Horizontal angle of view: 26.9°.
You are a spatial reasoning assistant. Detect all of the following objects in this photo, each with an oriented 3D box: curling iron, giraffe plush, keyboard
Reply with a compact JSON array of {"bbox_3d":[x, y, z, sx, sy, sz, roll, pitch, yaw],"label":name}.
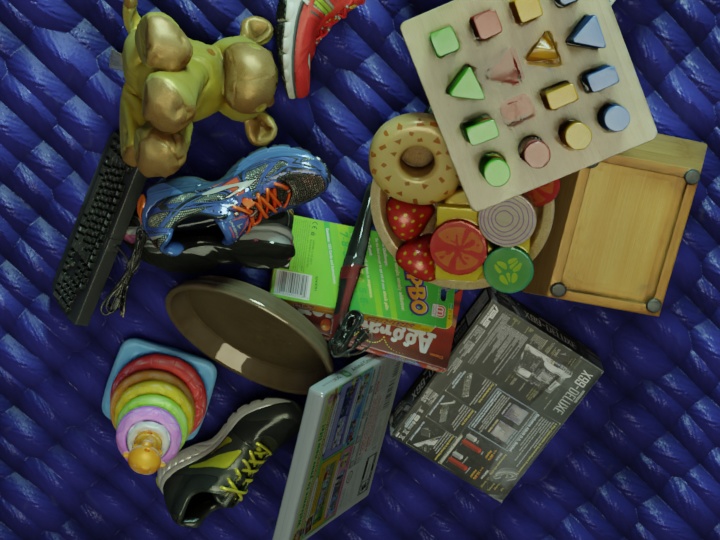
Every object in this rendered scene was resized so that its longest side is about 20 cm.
[{"bbox_3d":[0.000,0.000,1.575,0.049,0.202,0.026,-3,153,25],"label":"curling iron"},{"bbox_3d":[-0.152,-0.185,1.497,0.161,0.200,0.174,0,119,-21],"label":"giraffe plush"},{"bbox_3d":[-0.265,-0.032,1.570,0.021,0.127,0.201,3,117,-47],"label":"keyboard"}]

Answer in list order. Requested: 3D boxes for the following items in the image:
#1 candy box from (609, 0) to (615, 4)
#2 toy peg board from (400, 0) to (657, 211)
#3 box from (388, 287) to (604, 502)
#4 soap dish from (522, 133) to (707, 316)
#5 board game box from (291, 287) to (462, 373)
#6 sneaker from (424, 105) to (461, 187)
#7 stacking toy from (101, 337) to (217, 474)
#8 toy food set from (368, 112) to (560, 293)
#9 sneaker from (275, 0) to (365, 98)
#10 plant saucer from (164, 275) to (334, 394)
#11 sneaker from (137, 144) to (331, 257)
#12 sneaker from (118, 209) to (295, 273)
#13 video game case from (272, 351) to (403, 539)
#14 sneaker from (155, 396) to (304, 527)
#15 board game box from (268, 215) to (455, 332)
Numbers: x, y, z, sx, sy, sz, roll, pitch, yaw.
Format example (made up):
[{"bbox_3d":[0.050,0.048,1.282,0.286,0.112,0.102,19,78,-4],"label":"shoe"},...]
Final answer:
[{"bbox_3d":[0.179,-0.337,1.493,0.200,0.072,0.168,38,104,-14],"label":"candy box"},{"bbox_3d":[0.164,-0.180,1.437,0.198,0.098,0.201,-22,98,5],"label":"toy peg board"},{"bbox_3d":[0.150,0.139,1.680,0.157,0.050,0.201,31,106,-13],"label":"box"},{"bbox_3d":[0.272,-0.050,1.598,0.156,0.081,0.202,10,109,-6],"label":"soap dish"},{"bbox_3d":[0.008,0.035,1.620,0.198,0.019,0.104,16,71,-8],"label":"board game box"},{"bbox_3d":[0.134,-0.158,1.555,0.115,0.076,0.201,33,108,-15],"label":"sneaker"},{"bbox_3d":[-0.221,0.166,1.595,0.115,0.200,0.110,18,109,-10],"label":"stacking toy"},{"bbox_3d":[0.106,-0.069,1.544,0.196,0.049,0.202,3,115,9],"label":"toy food set"},{"bbox_3d":[-0.038,-0.266,1.511,0.084,0.077,0.202,7,110,-10],"label":"sneaker"},{"bbox_3d":[-0.114,0.066,1.593,0.199,0.200,0.030,35,63,-14],"label":"plant saucer"},{"bbox_3d":[-0.122,-0.060,1.494,0.199,0.079,0.076,-19,134,3],"label":"sneaker"},{"bbox_3d":[-0.158,-0.051,1.591,0.198,0.087,0.080,2,152,13],"label":"sneaker"},{"bbox_3d":[-0.022,0.188,1.627,0.022,0.182,0.201,25,115,23],"label":"video game case"},{"bbox_3d":[-0.136,0.218,1.671,0.199,0.085,0.074,-35,135,16],"label":"sneaker"},{"bbox_3d":[0.005,0.004,1.605,0.198,0.030,0.096,10,70,-7],"label":"board game box"}]
